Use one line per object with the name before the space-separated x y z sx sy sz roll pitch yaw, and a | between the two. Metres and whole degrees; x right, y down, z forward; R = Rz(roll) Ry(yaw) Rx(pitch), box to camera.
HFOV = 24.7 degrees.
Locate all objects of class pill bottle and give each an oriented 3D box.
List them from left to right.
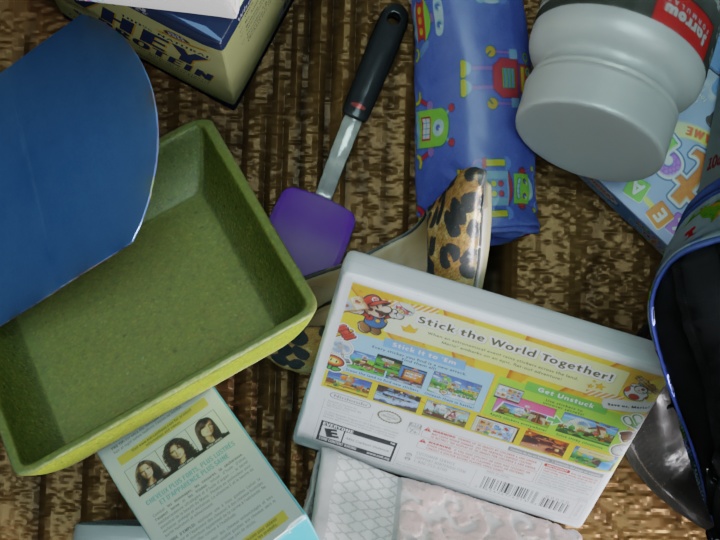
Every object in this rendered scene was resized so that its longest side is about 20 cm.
pill bottle | 0.172 -0.166 1.030 0.113 0.114 0.202 20 70 -1

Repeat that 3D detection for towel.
towel | 0.046 0.199 0.983 0.189 0.201 0.032 19 123 -3

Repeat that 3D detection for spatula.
spatula | -0.010 -0.085 1.083 0.056 0.021 0.202 22 84 1

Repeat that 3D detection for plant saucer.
plant saucer | -0.141 0.021 1.017 0.198 0.048 0.201 -29 48 -4

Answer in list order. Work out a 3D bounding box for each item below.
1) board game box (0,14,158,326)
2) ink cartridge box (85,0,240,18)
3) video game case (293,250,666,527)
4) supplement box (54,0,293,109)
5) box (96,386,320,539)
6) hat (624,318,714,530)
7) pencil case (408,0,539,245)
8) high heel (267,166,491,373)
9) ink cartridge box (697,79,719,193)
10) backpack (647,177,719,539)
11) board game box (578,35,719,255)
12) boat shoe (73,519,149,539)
board game box | -0.190 -0.055 1.019 0.199 0.039 0.159 -30 64 25
ink cartridge box | -0.151 -0.223 0.826 0.198 0.145 0.149 7 85 0
video game case | 0.068 0.077 1.004 0.198 0.183 0.023 17 50 0
supplement box | -0.092 -0.231 1.002 0.133 0.200 0.201 27 84 0
box | -0.104 0.119 0.986 0.082 0.049 0.200 -33 46 -9
hat | 0.249 0.071 1.043 0.198 0.081 0.203 -1 112 -2
pencil case | 0.068 -0.115 1.060 0.078 0.086 0.203 0 84 -44
high heel | 0.000 0.000 0.999 0.141 0.201 0.072 11 48 -5
ink cartridge box | 0.279 -0.136 1.001 0.082 0.146 0.202 12 85 -4
backpack | 0.254 0.037 0.891 0.182 0.147 0.201 -12 115 32
board game box | 0.259 -0.092 1.088 0.151 0.037 0.200 43 86 1
boat shoe | -0.083 0.196 1.029 0.198 0.074 0.068 6 84 -2
